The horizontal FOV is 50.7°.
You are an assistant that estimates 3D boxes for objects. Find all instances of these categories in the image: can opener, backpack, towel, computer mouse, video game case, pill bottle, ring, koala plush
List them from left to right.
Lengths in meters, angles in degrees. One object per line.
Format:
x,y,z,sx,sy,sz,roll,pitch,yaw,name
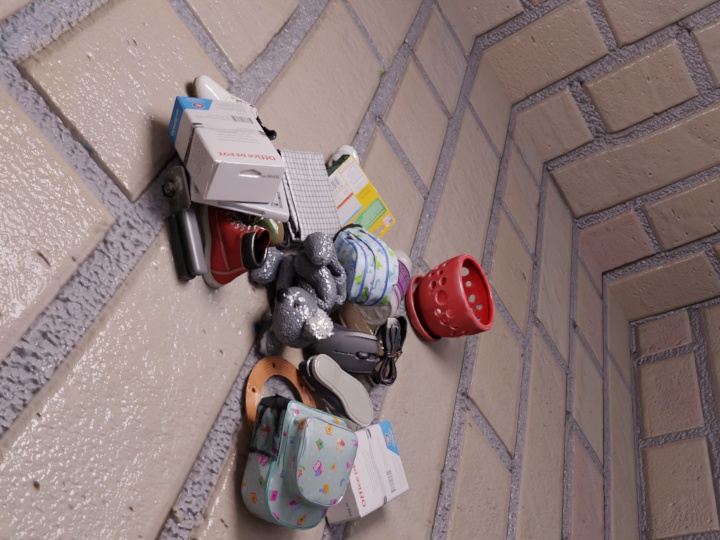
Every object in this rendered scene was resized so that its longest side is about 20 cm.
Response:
-0.301,-0.086,1.336,0.066,0.052,0.205,0,73,-57,can opener
-0.229,-0.174,1.404,0.178,0.024,0.202,13,37,-25,video game case
-0.148,0.260,1.408,0.199,0.019,0.205,36,43,-42,ring
-0.134,-0.152,1.623,0.164,0.084,0.205,-9,82,-58,towel
-0.105,0.333,1.286,0.175,0.151,0.204,31,74,-44,backpack
-0.111,0.068,1.444,0.185,0.174,0.203,58,26,-36,koala plush
-0.020,0.155,1.513,0.053,0.195,0.142,-41,138,-78,computer mouse
0.000,0.000,1.591,0.152,0.198,0.167,9,105,-46,backpack
0.057,0.033,1.789,0.114,0.111,0.201,59,32,-16,pill bottle

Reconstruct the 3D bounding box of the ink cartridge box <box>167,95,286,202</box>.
-0.240,-0.215,1.349,0.143,0.085,0.202,-1,44,-37,ink cartridge box

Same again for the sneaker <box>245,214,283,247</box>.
-0.224,-0.137,1.484,0.089,0.066,0.204,-9,74,-58,sneaker

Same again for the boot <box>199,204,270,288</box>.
-0.220,-0.084,1.377,0.072,0.142,0.205,23,52,-50,boot

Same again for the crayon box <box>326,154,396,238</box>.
-0.019,-0.151,1.774,0.126,0.051,0.201,-44,115,-15,crayon box

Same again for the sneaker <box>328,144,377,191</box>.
-0.024,-0.200,1.842,0.203,0.080,0.088,61,35,-2,sneaker

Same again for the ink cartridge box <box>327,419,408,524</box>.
0.001,0.395,1.501,0.198,0.085,0.150,-3,73,-58,ink cartridge box

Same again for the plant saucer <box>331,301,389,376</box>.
-0.003,0.148,1.638,0.201,0.029,0.201,52,11,-14,plant saucer

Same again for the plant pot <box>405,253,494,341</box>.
0.230,0.082,1.971,0.199,0.180,0.205,36,43,-42,plant pot

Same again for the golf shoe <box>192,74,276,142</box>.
-0.250,-0.322,1.526,0.200,0.091,0.074,45,39,-33,golf shoe

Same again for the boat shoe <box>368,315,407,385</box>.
0.062,0.179,1.758,0.074,0.062,0.203,55,34,-25,boat shoe

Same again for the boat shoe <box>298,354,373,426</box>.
-0.048,0.242,1.505,0.200,0.061,0.076,45,48,-33,boat shoe
